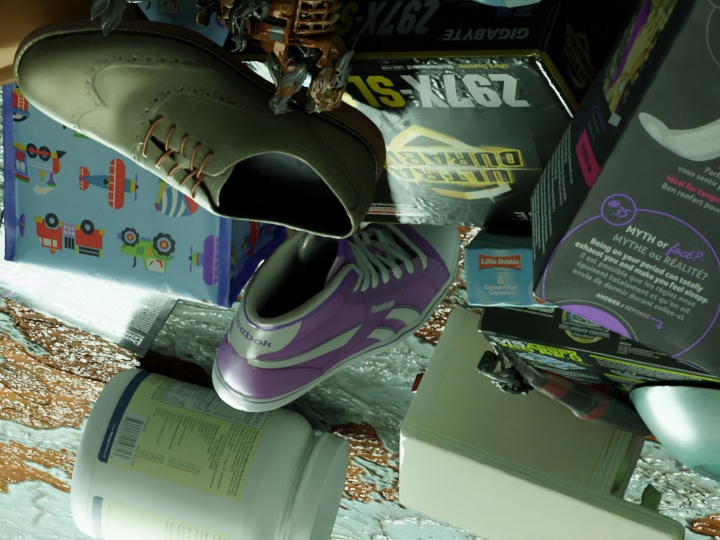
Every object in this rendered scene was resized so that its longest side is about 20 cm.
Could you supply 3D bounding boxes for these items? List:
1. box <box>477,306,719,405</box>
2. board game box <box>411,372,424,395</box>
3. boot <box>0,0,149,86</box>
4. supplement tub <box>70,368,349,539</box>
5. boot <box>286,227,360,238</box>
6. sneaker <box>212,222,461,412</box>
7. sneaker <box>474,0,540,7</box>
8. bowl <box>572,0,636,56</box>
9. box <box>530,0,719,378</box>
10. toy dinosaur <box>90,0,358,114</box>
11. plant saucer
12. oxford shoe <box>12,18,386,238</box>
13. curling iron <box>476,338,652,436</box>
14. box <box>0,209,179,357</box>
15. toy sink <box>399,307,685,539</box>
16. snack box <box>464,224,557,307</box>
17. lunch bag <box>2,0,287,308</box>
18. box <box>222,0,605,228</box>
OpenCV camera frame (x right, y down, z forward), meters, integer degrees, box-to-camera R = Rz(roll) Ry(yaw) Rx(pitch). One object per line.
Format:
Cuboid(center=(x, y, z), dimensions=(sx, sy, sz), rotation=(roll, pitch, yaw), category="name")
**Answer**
Cuboid(center=(0.187, 0.054, 1.307), dimensions=(0.200, 0.044, 0.160), rotation=(11, 168, 20), category="box")
Cuboid(center=(0.139, 0.095, 1.545), dimensions=(0.103, 0.019, 0.200), rotation=(37, 150, -29), category="board game box")
Cuboid(center=(-0.199, -0.116, 1.146), dimensions=(0.200, 0.155, 0.074), rotation=(48, 180, 2), category="boot")
Cuboid(center=(-0.121, 0.171, 1.735), dimensions=(0.200, 0.145, 0.145), rotation=(15, 154, 9), category="supplement tub")
Cuboid(center=(-0.094, -0.036, 1.378), dimensions=(0.155, 0.077, 0.200), rotation=(2, 147, 29), category="boot")
Cuboid(center=(0.000, 0.001, 1.282), dimensions=(0.073, 0.200, 0.114), rotation=(39, 143, 17), category="sneaker")
Cuboid(center=(0.085, -0.181, 0.968), dimensions=(0.200, 0.080, 0.131), rotation=(4, 150, 50), category="sneaker")
Cuboid(center=(0.147, -0.104, 1.120), dimensions=(0.200, 0.039, 0.201), rotation=(15, 154, 8), category="bowl")
Cuboid(center=(0.174, -0.067, 0.990), dimensions=(0.122, 0.106, 0.200), rotation=(23, 118, -9), category="box")
Cuboid(center=(-0.061, -0.173, 1.037), dimensions=(0.136, 0.200, 0.102), rotation=(-8, -178, 10), category="toy dinosaur")
Cuboid(center=(0.259, 0.115, 1.298), dimensions=(0.201, 0.039, 0.201), rotation=(14, 170, 3), category="plant saucer")
Cuboid(center=(-0.084, -0.072, 1.083), dimensions=(0.200, 0.074, 0.071), rotation=(16, 127, -5), category="oxford shoe")
Cuboid(center=(0.136, 0.076, 1.312), dimensions=(0.050, 0.026, 0.200), rotation=(33, -172, 39), category="curling iron")
Cuboid(center=(-0.201, -0.007, 1.565), dimensions=(0.143, 0.036, 0.200), rotation=(24, 153, -8), category="box")
Cuboid(center=(0.137, 0.124, 1.456), dimensions=(0.200, 0.112, 0.130), rotation=(20, 155, 11), category="toy sink")
Cuboid(center=(0.168, -0.011, 1.179), dimensions=(0.200, 0.116, 0.037), rotation=(1, 106, 16), category="snack box")
Cuboid(center=(-0.131, -0.095, 1.234), dimensions=(0.150, 0.094, 0.200), rotation=(11, 124, 18), category="lunch bag")
Cuboid(center=(0.046, -0.083, 1.132), dimensions=(0.200, 0.049, 0.160), rotation=(3, 148, 33), category="box")
